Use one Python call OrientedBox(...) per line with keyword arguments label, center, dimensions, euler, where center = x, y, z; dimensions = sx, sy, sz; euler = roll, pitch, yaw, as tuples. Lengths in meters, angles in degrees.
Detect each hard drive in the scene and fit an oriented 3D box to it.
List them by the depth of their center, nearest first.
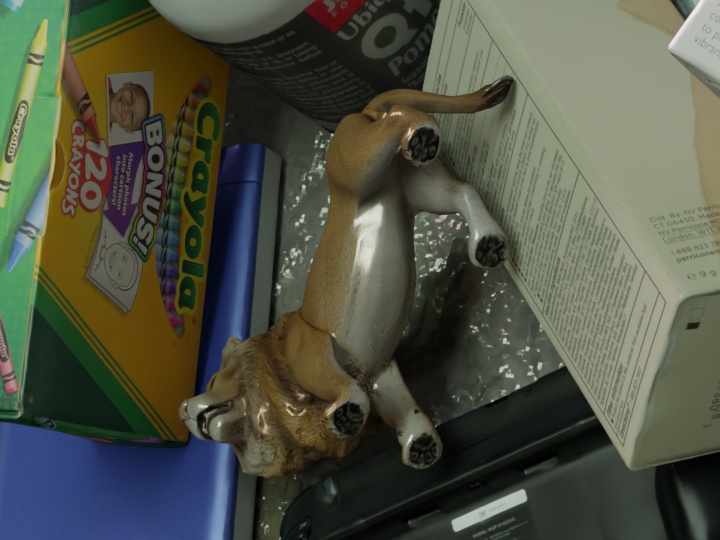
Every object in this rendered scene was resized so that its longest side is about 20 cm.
OrientedBox(label="hard drive", center=(-0.101, 0.049, 1.184), dimensions=(0.131, 0.025, 0.201), euler=(-9, 65, 31))

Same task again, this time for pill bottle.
OrientedBox(label="pill bottle", center=(-0.025, -0.131, 1.098), dimensions=(0.110, 0.200, 0.111), euler=(-13, 65, 29))

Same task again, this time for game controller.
OrientedBox(label="game controller", center=(0.057, 0.104, 1.053), dimensions=(0.199, 0.042, 0.105), euler=(-26, 72, 23))

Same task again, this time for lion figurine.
OrientedBox(label="lion figurine", center=(0.000, 0.000, 1.065), dimensions=(0.201, 0.072, 0.122), euler=(-66, 27, 12))

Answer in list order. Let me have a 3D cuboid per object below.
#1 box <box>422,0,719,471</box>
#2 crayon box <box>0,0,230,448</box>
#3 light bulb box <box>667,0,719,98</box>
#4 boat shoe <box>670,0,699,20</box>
OrientedBox(label="box", center=(0.099, -0.032, 1.018), dimensions=(0.095, 0.077, 0.200), euler=(101, 150, -44))
OrientedBox(label="crayon box", center=(-0.115, -0.033, 1.114), dimensions=(0.058, 0.119, 0.201), euler=(2, 82, 31))
OrientedBox(label="light bulb box", center=(0.238, -0.094, 0.906), dimensions=(0.125, 0.198, 0.200), euler=(37, 94, 35))
OrientedBox(label="boat shoe", center=(0.149, -0.107, 1.066), dimensions=(0.062, 0.072, 0.201), euler=(-12, 55, -15))
